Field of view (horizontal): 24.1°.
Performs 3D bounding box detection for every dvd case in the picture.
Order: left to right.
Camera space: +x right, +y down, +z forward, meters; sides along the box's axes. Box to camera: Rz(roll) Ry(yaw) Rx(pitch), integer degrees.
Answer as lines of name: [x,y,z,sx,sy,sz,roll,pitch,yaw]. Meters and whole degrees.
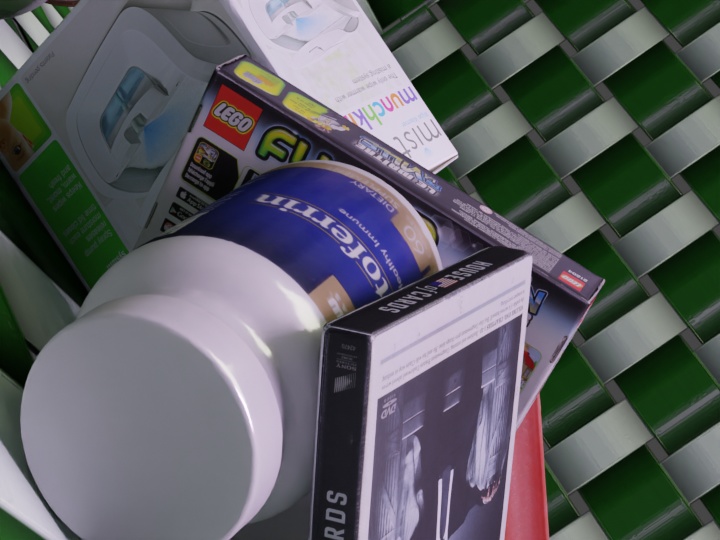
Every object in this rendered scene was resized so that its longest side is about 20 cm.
dvd case: [0.022,0.102,0.672,0.150,0.025,0.202,-24,121,-60]

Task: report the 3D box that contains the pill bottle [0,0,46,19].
pill bottle: [-0.220,-0.201,0.965,0.114,0.113,0.200,56,2,-7]

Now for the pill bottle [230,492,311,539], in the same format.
pill bottle: [-0.017,0.115,0.869,0.109,0.108,0.200,56,3,17]

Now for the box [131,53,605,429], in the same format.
box: [0.000,0.000,0.777,0.199,0.111,0.035,33,26,8]

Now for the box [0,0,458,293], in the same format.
box: [-0.079,-0.071,0.890,0.096,0.200,0.177,-29,85,-50]

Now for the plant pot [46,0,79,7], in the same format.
plant pot: [-0.232,-0.284,1.238,0.201,0.199,0.198,56,10,-11]

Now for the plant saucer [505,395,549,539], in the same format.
plant saucer: [0.060,0.183,0.876,0.200,0.036,0.201,-51,139,-59]

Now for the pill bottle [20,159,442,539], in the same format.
pill bottle: [-0.046,0.032,0.673,0.116,0.115,0.200,56,26,-3]
